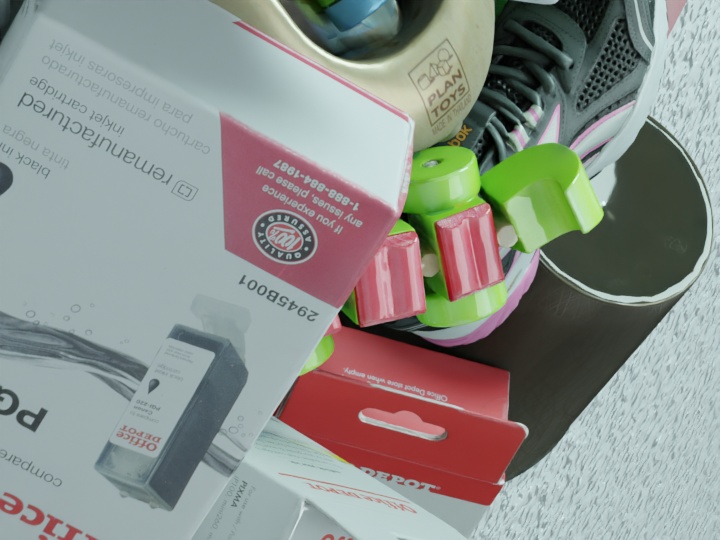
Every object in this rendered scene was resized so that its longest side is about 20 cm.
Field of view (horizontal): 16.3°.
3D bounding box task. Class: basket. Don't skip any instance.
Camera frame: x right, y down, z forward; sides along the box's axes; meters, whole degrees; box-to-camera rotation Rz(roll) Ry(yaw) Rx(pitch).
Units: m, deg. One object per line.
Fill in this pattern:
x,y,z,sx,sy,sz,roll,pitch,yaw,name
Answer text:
0.077,0.010,1.242,0.180,0.137,0.200,-16,162,-30,basket

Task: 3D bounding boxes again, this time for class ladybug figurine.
-0.024,-0.130,0.999,0.136,0.072,0.200,-43,112,-25,ladybug figurine

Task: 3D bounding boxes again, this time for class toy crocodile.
0.000,0.000,0.997,0.199,0.062,0.068,-17,110,-12,toy crocodile

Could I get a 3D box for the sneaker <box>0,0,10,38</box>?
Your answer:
-0.157,-0.071,0.855,0.201,0.070,0.080,-67,160,2,sneaker

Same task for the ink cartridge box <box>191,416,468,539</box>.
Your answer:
-0.044,0.103,1.025,0.116,0.200,0.068,19,98,-53,ink cartridge box

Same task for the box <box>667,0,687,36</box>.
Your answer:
0.105,-0.169,1.272,0.201,0.109,0.128,-61,156,-11,box

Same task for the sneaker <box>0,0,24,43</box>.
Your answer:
-0.110,-0.055,0.975,0.081,0.076,0.201,-54,157,-47,sneaker

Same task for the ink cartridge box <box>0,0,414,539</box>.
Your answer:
-0.092,0.006,0.894,0.200,0.145,0.085,-57,-168,26,ink cartridge box

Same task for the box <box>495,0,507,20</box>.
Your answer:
0.030,-0.156,1.133,0.201,0.101,0.112,-66,158,1,box

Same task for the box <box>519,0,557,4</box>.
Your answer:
-0.016,-0.221,0.822,0.199,0.171,0.201,37,66,-59,box

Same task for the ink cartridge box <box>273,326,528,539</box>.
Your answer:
-0.002,0.092,1.197,0.200,0.116,0.068,117,-16,-49,ink cartridge box

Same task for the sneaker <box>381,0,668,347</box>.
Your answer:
0.060,-0.054,1.063,0.086,0.080,0.201,-1,117,-62,sneaker

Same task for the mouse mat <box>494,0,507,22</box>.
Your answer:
0.091,-0.190,1.090,0.161,0.008,0.200,-55,155,-24,mouse mat
